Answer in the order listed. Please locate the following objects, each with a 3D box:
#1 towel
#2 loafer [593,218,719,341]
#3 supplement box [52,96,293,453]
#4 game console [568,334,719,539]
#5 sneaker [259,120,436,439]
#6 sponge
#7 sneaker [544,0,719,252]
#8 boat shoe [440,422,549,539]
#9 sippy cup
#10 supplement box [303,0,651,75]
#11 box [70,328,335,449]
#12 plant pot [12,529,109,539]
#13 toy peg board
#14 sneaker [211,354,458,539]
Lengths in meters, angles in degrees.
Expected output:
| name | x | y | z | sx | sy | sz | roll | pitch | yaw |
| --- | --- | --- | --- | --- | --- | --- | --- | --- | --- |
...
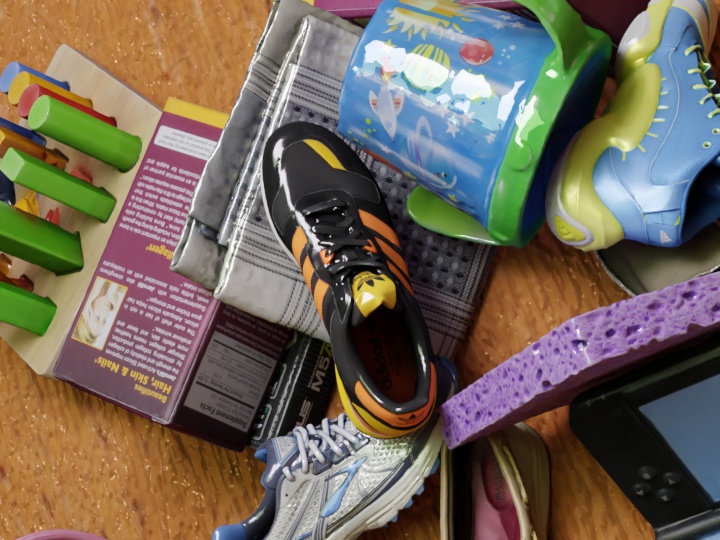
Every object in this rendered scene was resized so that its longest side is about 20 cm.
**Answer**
| name | x | y | z | sx | sy | sz | roll | pitch | yaw |
| --- | --- | --- | --- | --- | --- | --- | --- | --- | --- |
| towel | 0.000 | -0.049 | 1.413 | 0.193 | 0.200 | 0.035 | -69 | 18 | -4 |
| loafer | 0.204 | 0.005 | 1.312 | 0.200 | 0.070 | 0.075 | 35 | 95 | 39 |
| supplement box | -0.100 | 0.003 | 1.470 | 0.110 | 0.086 | 0.200 | 19 | 84 | 38 |
| game console | 0.233 | 0.126 | 1.223 | 0.200 | 0.176 | 0.116 | -25 | 32 | 27 |
| sneaker | 0.000 | 0.000 | 1.338 | 0.070 | 0.090 | 0.200 | -19 | 86 | -11 |
| sponge | 0.127 | 0.050 | 1.269 | 0.030 | 0.112 | 0.200 | 69 | 156 | 10 |
| sneaker | 0.191 | -0.083 | 1.337 | 0.105 | 0.076 | 0.200 | 15 | 59 | 27 |
| boat shoe | 0.077 | 0.180 | 1.345 | 0.074 | 0.066 | 0.200 | -22 | 62 | 29 |
| sippy cup | 0.062 | -0.099 | 1.335 | 0.130 | 0.140 | 0.178 | 24 | 104 | 12 |
| supplement box | 0.078 | -0.188 | 1.437 | 0.200 | 0.131 | 0.103 | 2 | 75 | 36 |
| box | -0.089 | 0.014 | 1.541 | 0.200 | 0.048 | 0.193 | 16 | 85 | 39 |
| plant pot | -0.228 | 0.283 | 1.466 | 0.179 | 0.200 | 0.200 | -26 | 59 | 44 |
| toy peg board | -0.243 | -0.059 | 1.616 | 0.199 | 0.098 | 0.200 | 36 | 99 | 52 |
| sneaker | -0.018 | 0.125 | 1.406 | 0.200 | 0.085 | 0.077 | -51 | 15 | 9 |
